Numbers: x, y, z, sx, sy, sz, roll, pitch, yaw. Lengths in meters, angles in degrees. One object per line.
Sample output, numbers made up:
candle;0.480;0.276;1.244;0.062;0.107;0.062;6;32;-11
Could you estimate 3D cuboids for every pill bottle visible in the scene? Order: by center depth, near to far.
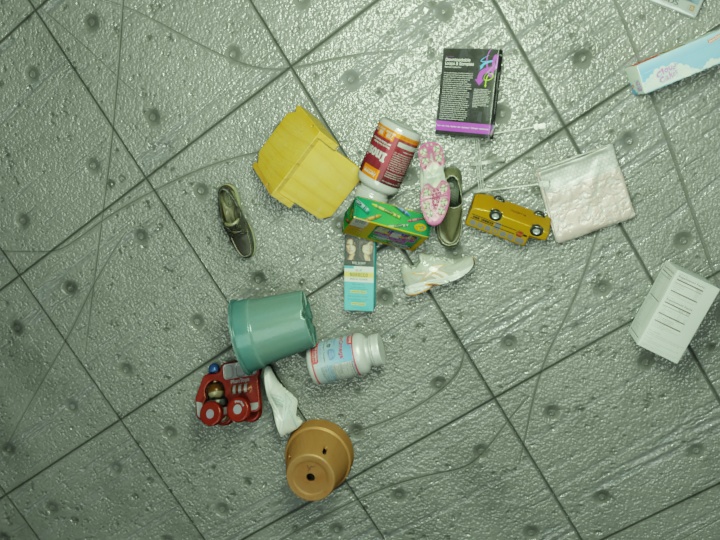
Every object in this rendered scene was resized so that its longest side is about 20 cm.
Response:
pill bottle;0.061;-0.260;1.691;0.111;0.113;0.204;24;106;2
pill bottle;-0.037;0.229;1.828;0.195;0.109;0.111;-15;101;11

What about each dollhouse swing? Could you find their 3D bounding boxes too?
dollhouse swing;-0.129;-0.267;1.760;0.201;0.174;0.183;-49;51;16

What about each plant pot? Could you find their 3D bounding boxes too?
plant pot;-0.223;0.149;1.803;0.191;0.200;0.205;-15;101;4
plant pot;-0.124;0.534;1.901;0.195;0.140;0.206;2;105;8

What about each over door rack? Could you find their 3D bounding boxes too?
over door rack;0.360;-0.267;1.660;0.196;0.066;0.152;-2;104;31

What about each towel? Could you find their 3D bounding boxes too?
towel;0.545;-0.186;1.679;0.196;0.032;0.195;-19;100;13

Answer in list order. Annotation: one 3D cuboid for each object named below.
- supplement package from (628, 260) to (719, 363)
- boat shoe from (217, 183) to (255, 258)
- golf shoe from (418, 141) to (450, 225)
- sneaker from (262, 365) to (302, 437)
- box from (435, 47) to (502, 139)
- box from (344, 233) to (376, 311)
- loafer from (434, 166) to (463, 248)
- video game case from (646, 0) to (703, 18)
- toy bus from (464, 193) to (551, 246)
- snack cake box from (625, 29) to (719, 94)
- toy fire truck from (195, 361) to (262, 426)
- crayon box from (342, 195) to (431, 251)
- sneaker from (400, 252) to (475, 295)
supplement package;0.754;0.098;1.673;0.107;0.114;0.204;24;107;3
boat shoe;-0.332;-0.124;1.809;0.072;0.065;0.204;-18;101;11
golf shoe;0.177;-0.203;1.674;0.073;0.092;0.206;-1;79;3
sneaker;-0.220;0.352;1.916;0.079;0.070;0.205;-19;98;-11
box;0.256;-0.419;1.634;0.140;0.036;0.206;11;103;28
box;0.000;0.000;1.797;0.080;0.049;0.205;2;104;8
loafer;0.218;-0.153;1.716;0.073;0.070;0.206;-1;103;9
video game case;0.704;-0.692;1.535;0.178;0.023;0.204;21;106;3
toy bus;0.362;-0.121;1.694;0.196;0.066;0.079;21;135;3
snack cake box;0.708;-0.463;1.542;0.196;0.115;0.069;-21;101;13
toy fire truck;-0.363;0.338;1.918;0.195;0.112;0.172;-9;77;12
crayon box;0.063;-0.112;1.695;0.195;0.119;0.060;14;72;-12
sneaker;0.192;-0.009;1.756;0.196;0.076;0.094;-20;96;12
